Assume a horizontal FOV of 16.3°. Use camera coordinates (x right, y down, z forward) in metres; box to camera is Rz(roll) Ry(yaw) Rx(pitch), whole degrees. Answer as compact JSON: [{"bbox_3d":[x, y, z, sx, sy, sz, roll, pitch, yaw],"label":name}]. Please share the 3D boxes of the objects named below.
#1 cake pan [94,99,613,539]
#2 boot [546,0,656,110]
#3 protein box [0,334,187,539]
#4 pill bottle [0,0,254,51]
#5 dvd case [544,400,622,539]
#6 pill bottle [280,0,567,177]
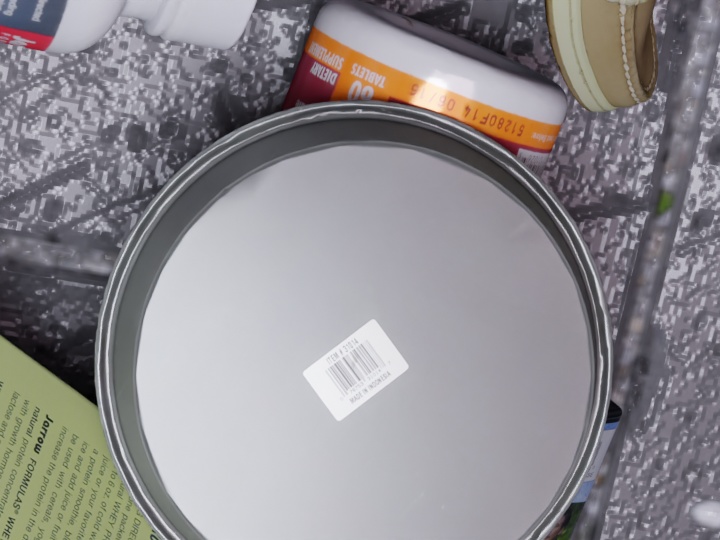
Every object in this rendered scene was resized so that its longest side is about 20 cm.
[{"bbox_3d":[0.000,0.037,0.944,0.199,0.037,0.201,0,94,-5],"label":"cake pan"},{"bbox_3d":[0.145,-0.141,0.927,0.154,0.072,0.201,1,133,10],"label":"boot"},{"bbox_3d":[-0.161,0.151,0.947,0.200,0.199,0.135,39,135,-25],"label":"protein box"},{"bbox_3d":[-0.136,-0.147,0.940,0.199,0.120,0.120,11,102,-15],"label":"pill bottle"},{"bbox_3d":[0.025,0.144,1.057,0.142,0.018,0.201,-5,124,-42],"label":"dvd case"},{"bbox_3d":[0.000,0.000,1.023,0.109,0.110,0.201,19,100,-17],"label":"pill bottle"}]
